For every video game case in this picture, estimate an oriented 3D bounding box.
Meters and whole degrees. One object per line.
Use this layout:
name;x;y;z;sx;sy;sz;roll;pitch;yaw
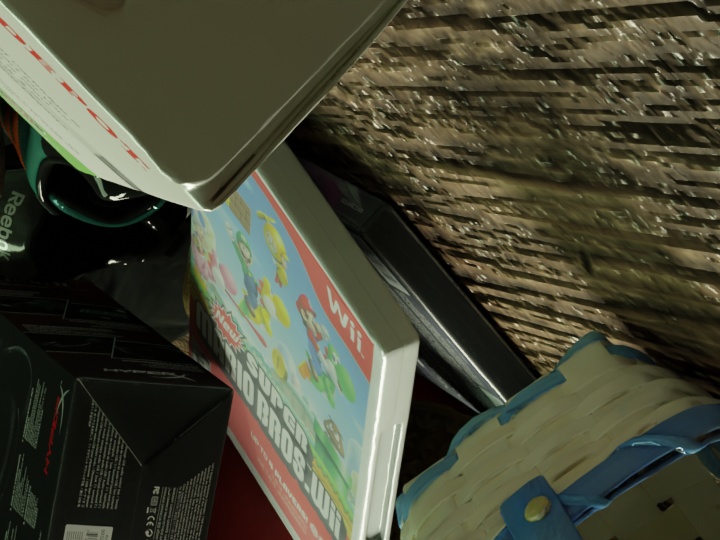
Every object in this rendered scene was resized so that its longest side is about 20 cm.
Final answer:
video game case;0.000;0.000;1.016;0.143;0.019;0.200;49;171;-31
video game case;-0.027;0.033;0.968;0.143;0.017;0.200;55;157;29

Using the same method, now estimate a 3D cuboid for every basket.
basket;0.100;0.124;0.713;0.176;0.139;0.200;49;-179;-26

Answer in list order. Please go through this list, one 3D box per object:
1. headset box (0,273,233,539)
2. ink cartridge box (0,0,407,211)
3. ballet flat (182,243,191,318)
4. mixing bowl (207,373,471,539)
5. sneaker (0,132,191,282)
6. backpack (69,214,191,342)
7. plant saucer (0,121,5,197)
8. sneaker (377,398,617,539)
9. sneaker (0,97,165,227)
headset box;-0.139;0.092;1.100;0.077;0.150;0.200;6;-169;-26
ink cartridge box;-0.083;-0.099;0.678;0.146;0.084;0.200;46;172;-15
ballet flat;-0.025;0.043;1.235;0.071;0.071;0.200;35;167;50
mixing bowl;-0.022;0.096;1.135;0.200;0.199;0.109;-176;72;-78
sneaker;-0.172;-0.035;1.144;0.199;0.067;0.091;4;-157;-7
backpack;-0.169;-0.035;1.278;0.200;0.166;0.127;43;154;33
plant saucer;-0.217;-0.102;1.000;0.200;0.032;0.200;38;177;2
sneaker;0.085;0.123;0.990;0.200;0.067;0.090;27;173;37
sneaker;-0.117;-0.055;1.034;0.200;0.071;0.080;160;99;-80
